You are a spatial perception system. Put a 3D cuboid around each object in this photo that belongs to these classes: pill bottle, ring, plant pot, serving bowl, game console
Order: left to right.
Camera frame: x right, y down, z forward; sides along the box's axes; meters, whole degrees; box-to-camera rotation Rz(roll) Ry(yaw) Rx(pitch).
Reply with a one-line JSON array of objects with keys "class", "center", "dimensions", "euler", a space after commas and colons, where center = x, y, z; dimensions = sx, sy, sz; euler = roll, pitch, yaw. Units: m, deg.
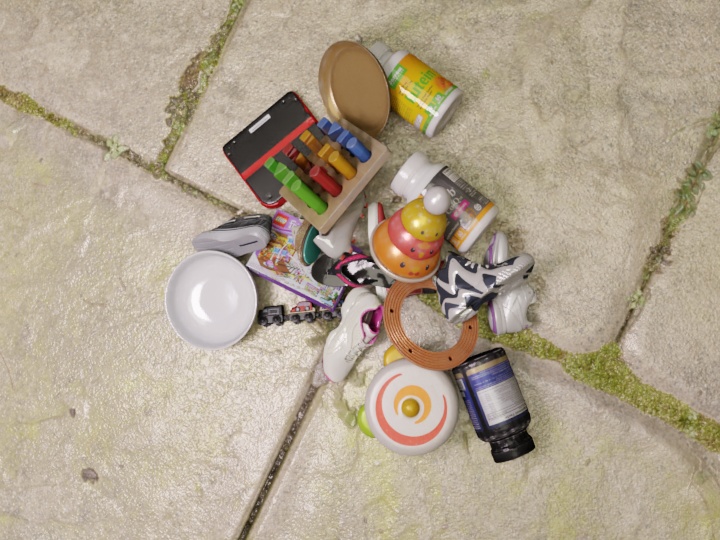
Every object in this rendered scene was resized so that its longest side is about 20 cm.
[{"class": "serving bowl", "center": [-0.296, 0.059, 1.665], "dimensions": [0.198, 0.066, 0.203], "euler": [1, 93, 12]}, {"class": "game console", "center": [-0.165, -0.247, 1.694], "dimensions": [0.199, 0.031, 0.177], "euler": [-38, 79, 3]}, {"class": "plant pot", "center": [-0.007, -0.358, 1.620], "dimensions": [0.027, 0.200, 0.201], "euler": [-27, 81, -38]}, {"class": "pill bottle", "center": [0.095, -0.366, 1.622], "dimensions": [0.199, 0.111, 0.111], "euler": [37, 92, 8]}, {"class": "ring", "center": [0.134, 0.096, 1.556], "dimensions": [0.198, 0.019, 0.202], "euler": [9, 63, -18]}, {"class": "pill bottle", "center": [0.163, -0.137, 1.598], "dimensions": [0.200, 0.116, 0.117], "euler": [39, 92, 8]}, {"class": "pill bottle", "center": [0.260, 0.259, 1.565], "dimensions": [0.111, 0.112, 0.202], "euler": [-21, 85, 5]}]

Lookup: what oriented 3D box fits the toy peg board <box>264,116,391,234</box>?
[{"class": "toy peg board", "center": [-0.077, -0.208, 1.557], "dimensions": [0.200, 0.098, 0.200], "euler": [-50, 39, 2]}]

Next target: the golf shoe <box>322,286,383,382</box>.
[{"class": "golf shoe", "center": [-0.013, 0.135, 1.608], "dimensions": [0.091, 0.075, 0.202], "euler": [28, 100, 51]}]

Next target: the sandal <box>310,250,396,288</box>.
[{"class": "sandal", "center": [0.000, 0.000, 1.583], "dimensions": [0.198, 0.045, 0.076], "euler": [5, 97, 5]}]

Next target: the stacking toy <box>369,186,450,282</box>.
[{"class": "stacking toy", "center": [0.109, -0.085, 1.495], "dimensions": [0.144, 0.201, 0.147], "euler": [9, 55, -13]}]

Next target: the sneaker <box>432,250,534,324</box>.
[{"class": "sneaker", "center": [0.220, -0.004, 1.537], "dimensions": [0.199, 0.079, 0.130], "euler": [-39, 62, 23]}]

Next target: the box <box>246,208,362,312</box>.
[{"class": "box", "center": [-0.112, -0.021, 1.648], "dimensions": [0.198, 0.039, 0.138], "euler": [26, 75, 8]}]

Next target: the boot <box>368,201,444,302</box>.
[{"class": "boot", "center": [0.090, -0.046, 1.627], "dimensions": [0.143, 0.072, 0.202], "euler": [-10, 93, 6]}]

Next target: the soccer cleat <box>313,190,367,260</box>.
[{"class": "soccer cleat", "center": [-0.038, -0.107, 1.596], "dimensions": [0.077, 0.201, 0.069], "euler": [34, 133, -18]}]

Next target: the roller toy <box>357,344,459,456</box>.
[{"class": "roller toy", "center": [0.101, 0.257, 1.570], "dimensions": [0.181, 0.140, 0.202], "euler": [26, 89, 7]}]

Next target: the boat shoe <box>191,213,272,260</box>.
[{"class": "boat shoe", "center": [-0.255, -0.071, 1.661], "dimensions": [0.198, 0.072, 0.071], "euler": [-5, 46, 32]}]

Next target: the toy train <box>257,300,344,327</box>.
[{"class": "toy train", "center": [-0.114, 0.084, 1.663], "dimensions": [0.198, 0.034, 0.046], "euler": [-6, 76, 6]}]

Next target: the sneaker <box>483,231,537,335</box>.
[{"class": "sneaker", "center": [0.295, 0.023, 1.602], "dimensions": [0.098, 0.075, 0.203], "euler": [-5, 94, -1]}]

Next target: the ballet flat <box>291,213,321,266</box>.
[{"class": "ballet flat", "center": [-0.098, -0.086, 1.619], "dimensions": [0.065, 0.071, 0.201], "euler": [2, 46, 25]}]
